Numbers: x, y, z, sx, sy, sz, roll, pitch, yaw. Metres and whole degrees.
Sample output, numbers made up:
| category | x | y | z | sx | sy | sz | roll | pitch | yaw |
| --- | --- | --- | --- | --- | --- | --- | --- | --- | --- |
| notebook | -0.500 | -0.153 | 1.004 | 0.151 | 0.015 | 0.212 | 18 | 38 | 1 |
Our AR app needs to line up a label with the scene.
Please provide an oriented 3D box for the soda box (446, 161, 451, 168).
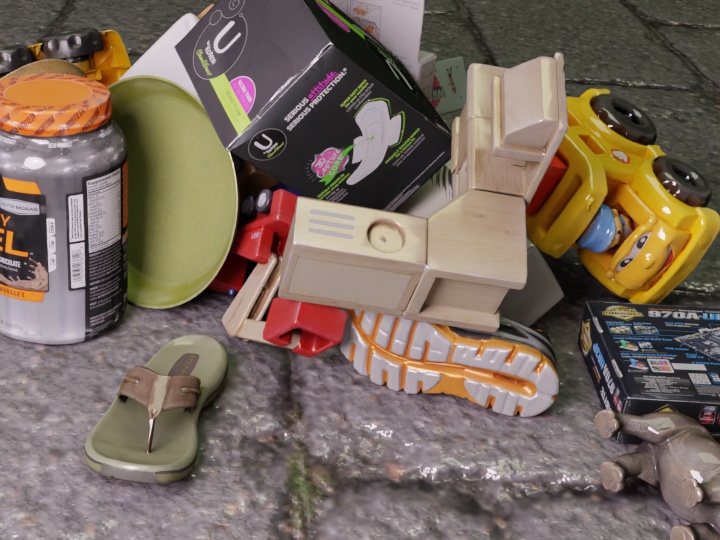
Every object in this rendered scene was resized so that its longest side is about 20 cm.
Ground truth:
| category | x | y | z | sx | sy | sz | roll | pitch | yaw |
| --- | --- | --- | --- | --- | --- | --- | --- | --- | --- |
| soda box | 0.078 | -0.087 | 1.267 | 0.068 | 0.064 | 0.200 | -17 | 34 | -38 |

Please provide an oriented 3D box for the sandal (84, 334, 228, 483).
| category | x | y | z | sx | sy | sz | roll | pitch | yaw |
| --- | --- | --- | --- | --- | --- | --- | --- | --- | --- |
| sandal | -0.149 | 0.091 | 0.876 | 0.079 | 0.058 | 0.201 | 7 | 27 | 3 |

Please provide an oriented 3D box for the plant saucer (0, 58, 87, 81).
| category | x | y | z | sx | sy | sz | roll | pitch | yaw |
| --- | --- | --- | --- | --- | --- | --- | --- | --- | --- |
| plant saucer | -0.298 | -0.092 | 1.070 | 0.035 | 0.201 | 0.200 | 33 | 35 | 16 |

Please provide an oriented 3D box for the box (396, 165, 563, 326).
| category | x | y | z | sx | sy | sz | roll | pitch | yaw |
| --- | --- | --- | --- | --- | --- | --- | --- | --- | --- |
| box | 0.097 | -0.027 | 1.097 | 0.068 | 0.082 | 0.200 | -39 | 42 | -2 |

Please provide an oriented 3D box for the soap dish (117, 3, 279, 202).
| category | x | y | z | sx | sy | sz | roll | pitch | yaw |
| --- | --- | --- | --- | --- | --- | --- | --- | --- | --- |
| soap dish | -0.160 | -0.129 | 1.142 | 0.081 | 0.157 | 0.201 | 17 | 48 | -45 |

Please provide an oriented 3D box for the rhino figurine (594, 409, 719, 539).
| category | x | y | z | sx | sy | sz | roll | pitch | yaw |
| --- | --- | --- | --- | --- | --- | --- | --- | --- | --- |
| rhino figurine | 0.247 | 0.162 | 0.808 | 0.087 | 0.060 | 0.200 | 1 | 28 | -34 |

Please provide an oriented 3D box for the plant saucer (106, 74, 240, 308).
| category | x | y | z | sx | sy | sz | roll | pitch | yaw |
| --- | --- | --- | --- | --- | --- | --- | --- | --- | --- |
| plant saucer | -0.177 | -0.068 | 1.038 | 0.199 | 0.201 | 0.031 | 22 | 19 | 29 |

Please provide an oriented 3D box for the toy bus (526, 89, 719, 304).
| category | x | y | z | sx | sy | sz | roll | pitch | yaw |
| --- | --- | --- | --- | --- | --- | --- | --- | --- | --- |
| toy bus | 0.197 | -0.071 | 1.085 | 0.191 | 0.136 | 0.200 | 1 | 44 | -44 |

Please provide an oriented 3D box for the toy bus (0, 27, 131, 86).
| category | x | y | z | sx | sy | sz | roll | pitch | yaw |
| --- | --- | --- | --- | --- | --- | --- | --- | --- | --- |
| toy bus | -0.382 | -0.195 | 1.336 | 0.191 | 0.137 | 0.199 | 12 | 27 | 43 |

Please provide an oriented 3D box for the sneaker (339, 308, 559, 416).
| category | x | y | z | sx | sy | sz | roll | pitch | yaw |
| --- | --- | --- | --- | --- | --- | --- | --- | --- | --- |
| sneaker | 0.067 | 0.057 | 0.971 | 0.199 | 0.079 | 0.077 | 21 | 29 | 7 |

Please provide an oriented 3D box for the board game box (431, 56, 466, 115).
| category | x | y | z | sx | sy | sz | roll | pitch | yaw |
| --- | --- | --- | --- | --- | --- | --- | --- | --- | --- |
| board game box | 0.006 | -0.191 | 1.376 | 0.199 | 0.065 | 0.147 | -2 | 14 | 46 |

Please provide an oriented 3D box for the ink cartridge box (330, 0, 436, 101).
| category | x | y | z | sx | sy | sz | roll | pitch | yaw |
| --- | --- | --- | --- | --- | --- | --- | --- | --- | --- |
| ink cartridge box | -0.021 | -0.227 | 1.181 | 0.199 | 0.177 | 0.045 | 19 | 29 | 23 |

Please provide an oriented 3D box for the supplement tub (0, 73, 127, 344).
| category | x | y | z | sx | sy | sz | roll | pitch | yaw |
| --- | --- | --- | --- | --- | --- | --- | --- | --- | --- |
| supplement tub | -0.253 | -0.051 | 0.978 | 0.122 | 0.201 | 0.123 | 4 | 26 | -2 |

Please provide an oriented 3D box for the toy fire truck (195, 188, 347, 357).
| category | x | y | z | sx | sy | sz | roll | pitch | yaw |
| --- | --- | --- | --- | --- | --- | --- | --- | --- | --- |
| toy fire truck | -0.085 | 0.007 | 1.009 | 0.049 | 0.142 | 0.199 | 23 | -24 | -35 |

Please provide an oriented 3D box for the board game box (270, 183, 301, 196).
| category | x | y | z | sx | sy | sz | roll | pitch | yaw |
| --- | --- | --- | --- | --- | --- | --- | --- | --- | --- |
| board game box | -0.087 | -0.117 | 1.255 | 0.159 | 0.097 | 0.200 | -15 | 33 | -35 |

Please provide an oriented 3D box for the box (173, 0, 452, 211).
| category | x | y | z | sx | sy | sz | roll | pitch | yaw |
| --- | --- | --- | --- | --- | --- | --- | --- | --- | --- |
| box | -0.035 | -0.149 | 1.031 | 0.200 | 0.124 | 0.149 | 30 | 23 | -49 |

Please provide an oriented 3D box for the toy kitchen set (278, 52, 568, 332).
| category | x | y | z | sx | sy | sz | roll | pitch | yaw |
| --- | --- | --- | --- | --- | --- | --- | --- | --- | --- |
| toy kitchen set | 0.046 | -0.090 | 0.898 | 0.179 | 0.163 | 0.201 | 9 | 57 | -8 |

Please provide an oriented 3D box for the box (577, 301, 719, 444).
| category | x | y | z | sx | sy | sz | roll | pitch | yaw |
| --- | --- | --- | --- | --- | --- | --- | --- | --- | --- |
| box | 0.293 | 0.086 | 0.983 | 0.198 | 0.046 | 0.159 | 3 | 27 | -4 |
